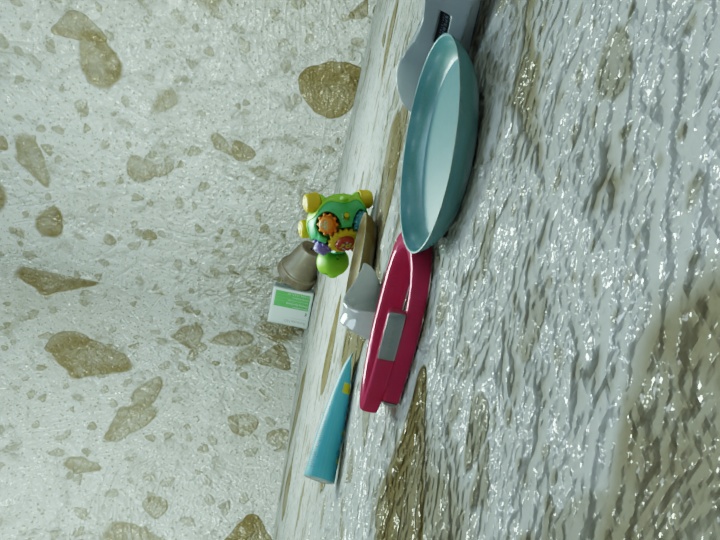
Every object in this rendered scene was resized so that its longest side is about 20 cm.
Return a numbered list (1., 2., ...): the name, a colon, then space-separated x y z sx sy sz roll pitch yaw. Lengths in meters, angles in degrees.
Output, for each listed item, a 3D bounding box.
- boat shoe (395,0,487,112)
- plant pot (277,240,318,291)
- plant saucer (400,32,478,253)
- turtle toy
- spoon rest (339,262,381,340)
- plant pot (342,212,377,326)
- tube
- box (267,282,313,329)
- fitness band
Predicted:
1. boat shoe: 0.089 -0.243 0.764 0.070 0.070 0.202 -49 -16 -32
2. plant pot: -0.264 -0.036 3.505 0.176 0.197 0.202 -56 17 31
3. plant saucer: 0.073 -0.116 0.716 0.200 0.027 0.205 -173 90 -80
4. turtle toy: -0.046 -0.072 1.501 0.202 0.143 0.102 107 151 -49
5. spoon rest: 0.000 0.048 1.065 0.200 0.059 0.102 -109 31 -78
6. plant pot: 0.000 0.000 1.342 0.200 0.027 0.205 -169 90 -85
7. tube: -0.043 0.237 1.224 0.078 0.049 0.204 127 159 -68
8. box: -0.329 0.163 3.580 0.200 0.195 0.175 -132 53 -83
9. fitness band: 0.036 0.057 0.810 0.144 0.037 0.203 -83 7 -62
